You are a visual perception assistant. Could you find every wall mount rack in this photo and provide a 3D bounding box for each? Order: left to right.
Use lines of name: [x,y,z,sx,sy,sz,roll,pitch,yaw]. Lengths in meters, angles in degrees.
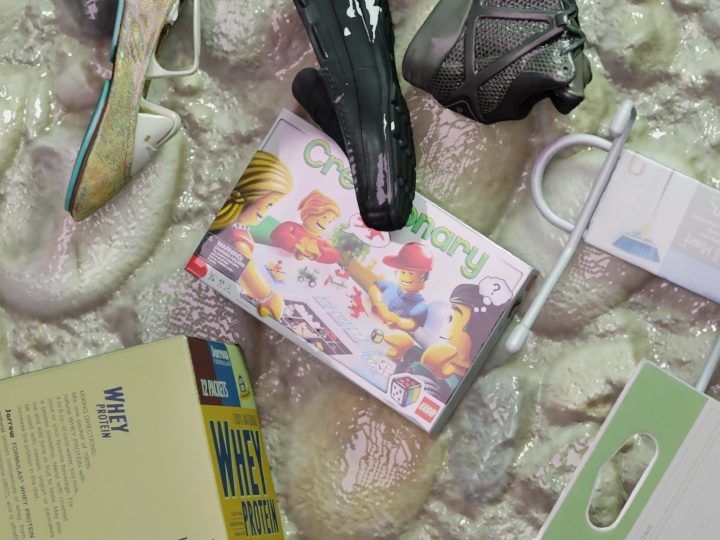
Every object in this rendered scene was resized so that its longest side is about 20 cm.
wall mount rack: [0.183,-0.003,1.412,0.199,0.075,0.175,25,92,11]

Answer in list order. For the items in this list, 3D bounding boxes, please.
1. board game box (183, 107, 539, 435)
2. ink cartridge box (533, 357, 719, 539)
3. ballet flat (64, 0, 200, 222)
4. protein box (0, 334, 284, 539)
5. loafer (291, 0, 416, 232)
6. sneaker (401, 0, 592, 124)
board game box: [0.000,0.000,1.475,0.199,0.035,0.127,33,92,13]
ink cartridge box: [0.213,0.157,1.375,0.199,0.048,0.146,30,93,-9]
ballet flat: [-0.144,-0.125,1.504,0.070,0.071,0.201,14,89,13]
protein box: [-0.164,0.161,1.449,0.199,0.135,0.200,-14,83,12]
loafer: [-0.008,-0.114,1.455,0.070,0.068,0.202,-14,66,10]
sneaker: [0.123,-0.177,1.442,0.114,0.076,0.200,35,97,11]
